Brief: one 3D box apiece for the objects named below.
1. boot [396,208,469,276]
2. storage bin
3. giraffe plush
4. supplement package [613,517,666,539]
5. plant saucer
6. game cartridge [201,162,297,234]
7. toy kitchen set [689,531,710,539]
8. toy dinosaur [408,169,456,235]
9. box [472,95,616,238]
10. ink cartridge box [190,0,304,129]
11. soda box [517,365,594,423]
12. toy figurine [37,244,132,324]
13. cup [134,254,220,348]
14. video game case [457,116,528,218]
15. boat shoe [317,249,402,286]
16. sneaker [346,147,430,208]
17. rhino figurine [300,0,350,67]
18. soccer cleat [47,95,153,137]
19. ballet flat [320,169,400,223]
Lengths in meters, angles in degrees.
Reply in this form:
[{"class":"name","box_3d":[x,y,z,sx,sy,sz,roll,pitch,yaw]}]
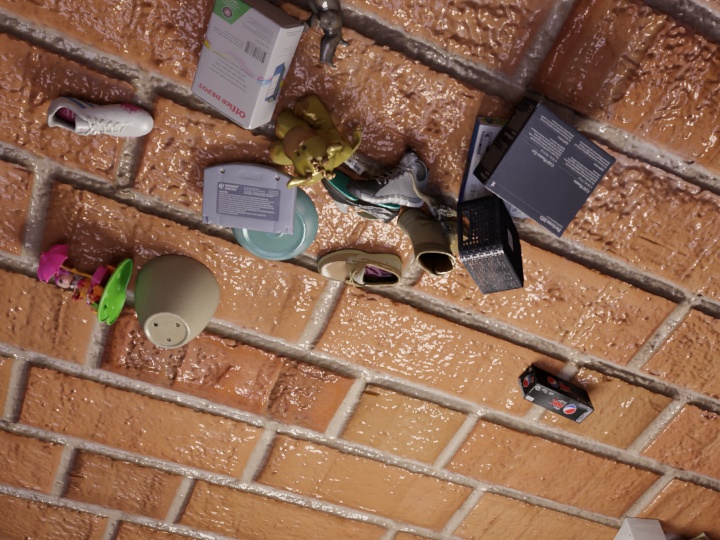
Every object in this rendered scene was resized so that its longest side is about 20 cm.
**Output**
[{"class":"boot","box_3d":[0.180,-0.046,1.517,0.197,0.157,0.073,21,120,-29]},{"class":"storage bin","box_3d":[0.275,-0.052,1.495,0.092,0.138,0.200,-10,150,22]},{"class":"giraffe plush","box_3d":[-0.093,-0.225,1.354,0.196,0.162,0.176,24,113,3]},{"class":"supplement package","box_3d":[0.875,0.881,2.173,0.114,0.202,0.119,7,125,-7]},{"class":"plant saucer","box_3d":[-0.189,-0.097,1.549,0.195,0.036,0.204,-1,125,-1]},{"class":"game cartridge","box_3d":[-0.230,-0.154,1.475,0.195,0.041,0.136,8,109,2]},{"class":"toy kitchen set","box_3d":[1.102,0.969,2.278,0.180,0.202,0.162,-45,157,26]},{"class":"toy dinosaur","box_3d":[0.158,-0.131,1.470,0.047,0.089,0.199,-37,145,15]},{"class":"box","box_3d":[0.353,-0.202,1.384,0.198,0.104,0.184,31,104,-15]},{"class":"ink cartridge box","box_3d":[-0.208,-0.383,1.286,0.144,0.087,0.202,33,121,10]},{"class":"soda box","box_3d":[0.508,0.323,1.847,0.197,0.071,0.064,26,120,-19]},{"class":"toy figurine","box_3d":[-0.623,0.019,1.581,0.181,0.152,0.201,24,147,-2]},{"class":"cup","box_3d":[-0.425,0.090,1.604,0.195,0.145,0.204,-1,126,-1]},{"class":"video game case","box_3d":[0.310,-0.211,1.482,0.176,0.046,0.204,6,125,-5]},{"class":"boat shoe","box_3d":[0.000,0.000,1.604,0.195,0.067,0.075,-2,126,-1]},{"class":"sneaker","box_3d":[0.064,-0.199,1.452,0.197,0.075,0.118,1,119,-39]},{"class":"rhino figurine","box_3d":[-0.066,-0.460,1.274,0.059,0.087,0.203,16,136,36]},{"class":"soccer cleat","box_3d":[-0.505,-0.285,1.373,0.195,0.087,0.071,7,125,-8]},{"class":"ballet flat","box_3d":[-0.009,-0.147,1.504,0.196,0.069,0.069,23,130,-17]}]
